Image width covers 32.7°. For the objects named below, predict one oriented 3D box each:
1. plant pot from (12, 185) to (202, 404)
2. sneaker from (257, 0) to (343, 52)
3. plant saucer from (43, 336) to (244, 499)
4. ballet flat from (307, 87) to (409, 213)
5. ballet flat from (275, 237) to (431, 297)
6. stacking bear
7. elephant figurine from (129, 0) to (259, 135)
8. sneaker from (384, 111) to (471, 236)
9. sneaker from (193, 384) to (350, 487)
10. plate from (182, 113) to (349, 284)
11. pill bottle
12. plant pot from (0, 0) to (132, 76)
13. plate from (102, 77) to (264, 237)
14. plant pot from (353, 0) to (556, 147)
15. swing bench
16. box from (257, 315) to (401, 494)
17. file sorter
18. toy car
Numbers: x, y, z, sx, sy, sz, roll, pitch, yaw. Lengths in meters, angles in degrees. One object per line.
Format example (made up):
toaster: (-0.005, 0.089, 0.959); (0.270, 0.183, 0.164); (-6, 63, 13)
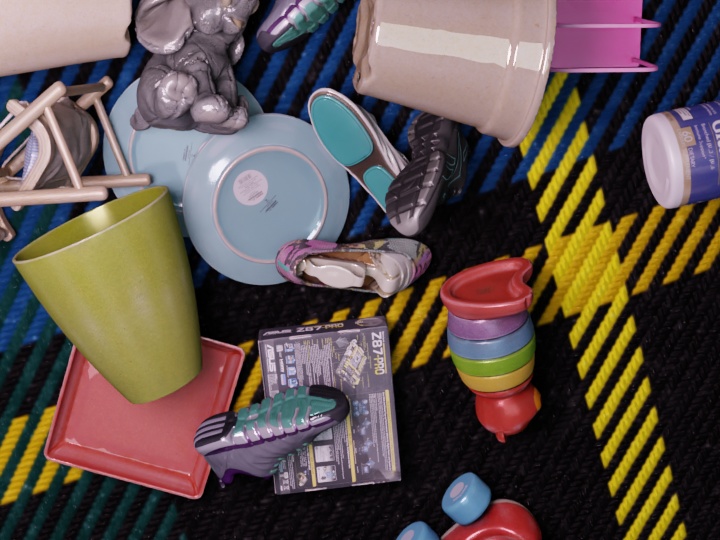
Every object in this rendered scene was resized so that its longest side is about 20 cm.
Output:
plant pot: (-0.256, 0.037, 1.363); (0.185, 0.187, 0.202); (-23, 105, 1)
sneaker: (-0.052, -0.334, 1.363); (0.200, 0.074, 0.088); (-42, 82, 2)
plant saucer: (-0.259, 0.155, 1.479); (0.197, 0.037, 0.202); (16, 102, -10)
ballet flat: (0.012, -0.138, 1.417); (0.069, 0.070, 0.200); (-39, 110, 5)
ballet flat: (0.000, 0.000, 1.422); (0.197, 0.071, 0.070); (2, 113, -23)
stacking bear: (0.166, 0.105, 1.474); (0.112, 0.122, 0.203); (-8, 114, 11)
elephant figurine: (-0.170, -0.255, 1.327); (0.152, 0.141, 0.204); (5, 87, -6)
sneaker: (0.087, -0.104, 1.377); (0.075, 0.202, 0.079); (-20, 125, 36)
sneaker: (-0.094, 0.198, 1.449); (0.197, 0.075, 0.088); (-15, 118, 18)
plate: (-0.105, -0.078, 1.417); (0.197, 0.026, 0.203); (-5, 109, -15)
pill bottle: (0.438, -0.146, 1.431); (0.197, 0.111, 0.113); (-12, 105, -2)
plant pot: (-0.338, -0.290, 1.294); (0.180, 0.200, 0.204); (-4, 105, -17)
plate: (-0.199, -0.135, 1.417); (0.197, 0.026, 0.204); (-1, 103, -5)
plant pot: (0.091, -0.244, 1.314); (0.180, 0.201, 0.204); (6, 104, -10)
swing bench: (-0.354, -0.109, 1.308); (0.197, 0.199, 0.131); (-21, 98, 6)
box: (-0.037, 0.164, 1.496); (0.158, 0.049, 0.203); (-6, 104, -1)
file sorter: (0.263, -0.323, 1.362); (0.136, 0.126, 0.203); (-1, 104, -5)
toy car: (0.158, 0.385, 1.492); (0.177, 0.200, 0.184); (-44, 104, 6)
